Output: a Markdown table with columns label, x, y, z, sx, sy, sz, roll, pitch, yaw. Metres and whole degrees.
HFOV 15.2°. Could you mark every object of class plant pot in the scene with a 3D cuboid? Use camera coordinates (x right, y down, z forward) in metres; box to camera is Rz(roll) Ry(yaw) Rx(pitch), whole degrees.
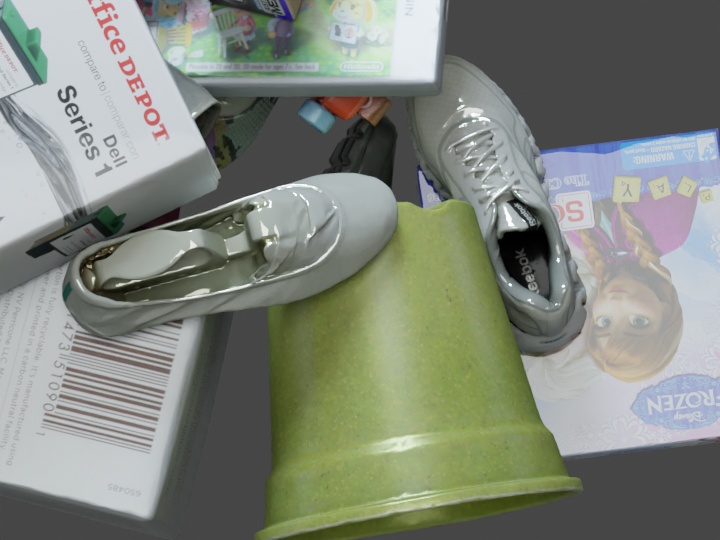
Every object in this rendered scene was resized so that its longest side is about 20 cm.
| label | x | y | z | sx | sy | sz | roll | pitch | yaw |
| --- | --- | --- | --- | --- | --- | --- | --- | --- | --- |
| plant pot | 0.019 | 0.060 | 1.621 | 0.199 | 0.200 | 0.185 | -10 | 82 | 0 |

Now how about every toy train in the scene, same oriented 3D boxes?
| label | x | y | z | sx | sy | sz | roll | pitch | yaw |
| --- | --- | --- | --- | --- | --- | --- | --- | --- | --- |
| toy train | 0.030 | -0.164 | 1.718 | 0.056 | 0.150 | 0.200 | 37 | 85 | -14 |

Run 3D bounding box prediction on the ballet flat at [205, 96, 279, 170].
| label | x | y | z | sx | sy | sz | roll | pitch | yaw |
| --- | --- | --- | --- | --- | --- | --- | --- | --- | --- |
| ballet flat | -0.066 | -0.156 | 1.752 | 0.069 | 0.071 | 0.200 | 32 | 84 | 5 |

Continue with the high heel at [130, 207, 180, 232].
| label | x | y | z | sx | sy | sz | roll | pitch | yaw |
| --- | --- | --- | --- | --- | --- | --- | --- | --- | --- |
| high heel | -0.210 | -0.046 | 1.665 | 0.199 | 0.067 | 0.097 | -12 | 61 | 9 |

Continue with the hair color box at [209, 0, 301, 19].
| label | x | y | z | sx | sy | sz | roll | pitch | yaw |
| --- | --- | --- | --- | --- | --- | --- | --- | --- | --- |
| hair color box | -0.045 | -0.265 | 1.618 | 0.065 | 0.109 | 0.201 | 15 | 72 | 17 |

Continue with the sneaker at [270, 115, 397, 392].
| label | x | y | z | sx | sy | sz | roll | pitch | yaw |
| --- | --- | --- | --- | --- | --- | --- | --- | --- | --- |
| sneaker | 0.000 | 0.000 | 1.737 | 0.079 | 0.075 | 0.201 | 14 | 88 | -10 |

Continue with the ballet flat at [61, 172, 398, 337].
| label | x | y | z | sx | sy | sz | roll | pitch | yaw |
| --- | --- | --- | --- | --- | --- | --- | --- | --- | --- |
| ballet flat | -0.074 | -0.011 | 1.532 | 0.199 | 0.069 | 0.070 | -16 | 81 | -2 |

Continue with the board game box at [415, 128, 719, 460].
| label | x | y | z | sx | sy | sz | roll | pitch | yaw |
| --- | --- | --- | --- | --- | --- | --- | --- | --- | --- |
| board game box | 0.144 | 0.020 | 1.735 | 0.199 | 0.041 | 0.201 | -8 | 81 | 1 |

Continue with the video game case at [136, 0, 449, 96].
| label | x | y | z | sx | sy | sz | roll | pitch | yaw |
| --- | --- | --- | --- | --- | --- | --- | --- | --- | --- |
| video game case | -0.042 | -0.192 | 1.659 | 0.199 | 0.022 | 0.183 | 1 | 68 | 12 |

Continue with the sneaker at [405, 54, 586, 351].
| label | x | y | z | sx | sy | sz | roll | pitch | yaw |
| --- | --- | --- | --- | --- | --- | --- | --- | --- | --- |
| sneaker | 0.086 | -0.049 | 1.688 | 0.075 | 0.081 | 0.201 | -25 | 79 | -1 |

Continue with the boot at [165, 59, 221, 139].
| label | x | y | z | sx | sy | sz | roll | pitch | yaw |
| --- | --- | --- | --- | --- | --- | --- | --- | --- | --- |
| boot | -0.210 | -0.094 | 1.624 | 0.200 | 0.073 | 0.182 | 42 | 97 | 4 |

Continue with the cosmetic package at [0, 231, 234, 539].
| label | x | y | z | sx | sy | sz | roll | pitch | yaw |
| --- | --- | --- | --- | --- | --- | --- | --- | --- | --- |
| cosmetic package | -0.177 | 0.063 | 1.657 | 0.164 | 0.200 | 0.166 | 13 | 81 | 2 |

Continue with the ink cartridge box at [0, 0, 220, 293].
| label | x | y | z | sx | sy | sz | roll | pitch | yaw |
| --- | --- | --- | --- | --- | --- | --- | --- | --- | --- |
| ink cartridge box | -0.199 | -0.077 | 1.538 | 0.199 | 0.084 | 0.147 | -27 | 77 | -4 |
